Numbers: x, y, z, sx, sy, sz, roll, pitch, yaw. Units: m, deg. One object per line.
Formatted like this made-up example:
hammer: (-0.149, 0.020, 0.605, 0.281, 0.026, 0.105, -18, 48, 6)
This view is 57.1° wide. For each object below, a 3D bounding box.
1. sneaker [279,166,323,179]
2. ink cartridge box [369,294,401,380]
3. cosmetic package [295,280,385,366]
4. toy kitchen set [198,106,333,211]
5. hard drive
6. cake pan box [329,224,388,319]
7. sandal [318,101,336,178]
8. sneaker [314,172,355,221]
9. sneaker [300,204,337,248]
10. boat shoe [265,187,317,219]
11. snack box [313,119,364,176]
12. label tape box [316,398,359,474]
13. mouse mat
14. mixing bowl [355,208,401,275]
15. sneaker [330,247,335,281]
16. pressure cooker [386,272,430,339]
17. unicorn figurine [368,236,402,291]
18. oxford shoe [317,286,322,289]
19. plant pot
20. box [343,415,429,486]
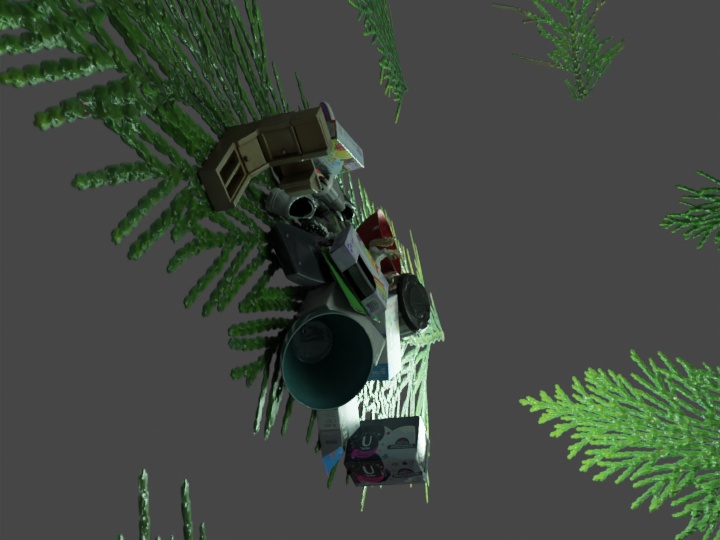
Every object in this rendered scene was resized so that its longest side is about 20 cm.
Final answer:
sneaker: (-0.140, -0.235, 1.516, 0.083, 0.076, 0.200, 60, 4, 5)
ink cartridge box: (0.020, 0.172, 1.731, 0.146, 0.141, 0.207, -14, 101, -72)
cosmetic package: (-0.044, 0.133, 1.513, 0.202, 0.105, 0.091, 55, 39, -21)
toy kitchen set: (-0.155, -0.171, 1.223, 0.183, 0.194, 0.166, -75, 151, -51)
hard drive: (-0.129, -0.028, 1.447, 0.138, 0.042, 0.199, 65, 15, 14)
cake pan box: (0.000, 0.000, 1.576, 0.186, 0.052, 0.200, 56, 13, -10)
sandal: (-0.094, -0.337, 1.731, 0.049, 0.082, 0.210, -9, 95, -29)
sneaker: (-0.062, -0.168, 1.599, 0.116, 0.075, 0.200, 48, 7, -9)
sneaker: (-0.103, -0.118, 1.606, 0.200, 0.064, 0.094, 31, 51, -74)
boat shoe: (-0.136, -0.139, 1.456, 0.072, 0.070, 0.200, -68, 163, 12)
snack box: (-0.087, -0.286, 1.588, 0.199, 0.138, 0.055, 30, 53, -68)
label tape box: (-0.051, 0.361, 1.583, 0.143, 0.064, 0.207, -17, 98, -73)
mouse mat: (-0.023, 0.039, 1.537, 0.163, 0.007, 0.200, 61, 9, 23)
mixing bowl: (0.040, -0.065, 1.946, 0.200, 0.105, 0.206, -19, 91, -79)
sneaker: (-0.036, 0.007, 1.677, 0.204, 0.082, 0.076, -93, -178, -45)
pressure cooker: (0.084, 0.116, 1.895, 0.179, 0.196, 0.180, 44, 42, -38)
unicorn figurine: (0.035, 0.005, 1.809, 0.074, 0.133, 0.205, 59, 43, -53)
oxford shoe: (-0.076, 0.126, 1.606, 0.075, 0.056, 0.207, 41, 43, -62)
plant pot: (-0.085, 0.171, 1.392, 0.134, 0.195, 0.206, -149, -136, -66)
box: (0.069, 0.467, 1.706, 0.134, 0.194, 0.117, -78, 152, -47)
